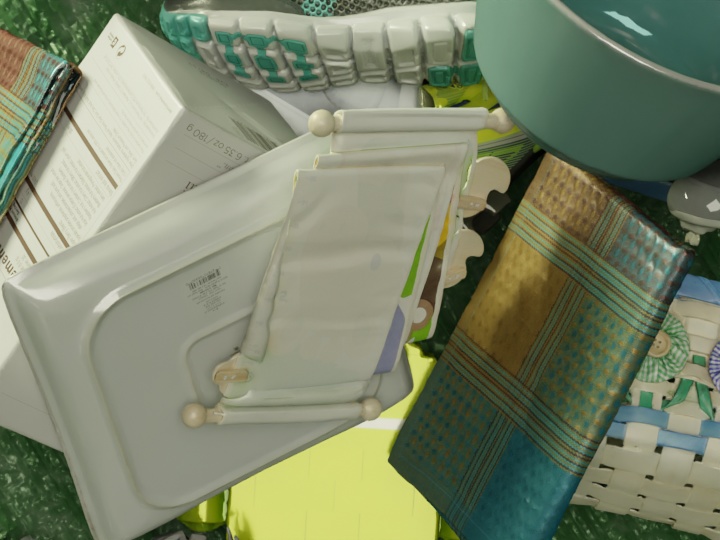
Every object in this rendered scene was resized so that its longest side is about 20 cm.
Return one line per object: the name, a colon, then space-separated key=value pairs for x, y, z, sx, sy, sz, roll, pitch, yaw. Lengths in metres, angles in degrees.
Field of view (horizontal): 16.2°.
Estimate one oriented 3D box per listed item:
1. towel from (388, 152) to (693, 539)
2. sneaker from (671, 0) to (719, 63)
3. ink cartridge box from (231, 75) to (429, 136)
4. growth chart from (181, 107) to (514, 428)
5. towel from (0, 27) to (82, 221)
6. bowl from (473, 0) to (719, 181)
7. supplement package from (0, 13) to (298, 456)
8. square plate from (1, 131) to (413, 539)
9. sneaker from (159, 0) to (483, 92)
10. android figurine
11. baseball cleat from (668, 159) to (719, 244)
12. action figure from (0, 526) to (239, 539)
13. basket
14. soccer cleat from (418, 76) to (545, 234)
towel: x=0.094 y=0.050 z=1.335 sx=0.022 sy=0.147 sz=0.201 roll=18 pitch=106 yaw=-33
sneaker: x=0.222 y=-0.171 z=1.419 sx=0.075 sy=0.105 sz=0.201 roll=21 pitch=88 yaw=1
ink cartridge box: x=-0.006 y=-0.170 z=1.446 sx=0.199 sy=0.041 sz=0.201 roll=0 pitch=90 yaw=-1
growth chart: x=0.000 y=0.000 z=1.312 sx=0.144 sy=0.018 sz=0.201 roll=6 pitch=116 yaw=-39
towel: x=-0.231 y=-0.039 z=1.397 sx=0.022 sy=0.147 sz=0.201 roll=30 pitch=89 yaw=-31
bowl: x=0.138 y=-0.122 z=1.305 sx=0.200 sy=0.201 sz=0.105 roll=28 pitch=128 yaw=-1
supplement package: x=-0.126 y=-0.010 z=1.364 sx=0.121 sy=0.120 sz=0.200 roll=27 pitch=105 yaw=-36
square plate: x=-0.070 y=0.042 z=1.330 sx=0.199 sy=0.028 sz=0.199 roll=-26 pitch=132 yaw=-14
sneaker: x=-0.011 y=-0.152 z=1.399 sx=0.199 sy=0.078 sz=0.092 roll=1 pitch=67 yaw=2
android figurine: x=-0.014 y=0.110 z=1.444 sx=0.181 sy=0.041 sz=0.201 roll=2 pitch=92 yaw=0
baseball cleat: x=0.243 y=-0.074 z=1.385 sx=0.070 sy=0.199 sz=0.107 roll=23 pitch=114 yaw=40
action figure: x=-0.130 y=0.200 z=1.416 sx=0.199 sy=0.069 sz=0.131 roll=3 pitch=109 yaw=12
basket: x=0.183 y=0.039 z=1.409 sx=0.175 sy=0.139 sz=0.201 roll=12 pitch=55 yaw=-1
soccer cleat: x=0.080 y=-0.091 z=1.414 sx=0.084 sy=0.065 sz=0.200 roll=43 pitch=69 yaw=5
